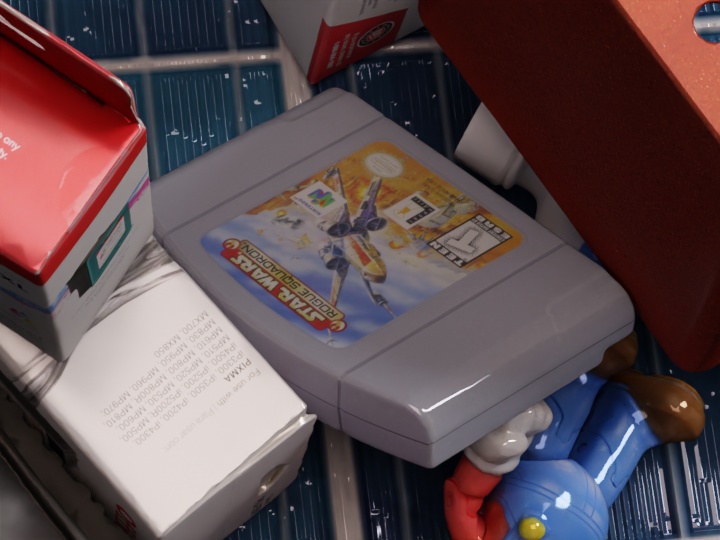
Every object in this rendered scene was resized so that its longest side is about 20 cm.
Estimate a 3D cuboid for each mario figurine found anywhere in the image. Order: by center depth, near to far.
[{"bbox_3d":[0.084,0.121,1.164,0.123,0.106,0.200,28,71,2],"label":"mario figurine"}]

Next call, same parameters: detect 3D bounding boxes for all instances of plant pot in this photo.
[{"bbox_3d":[0.159,-0.101,1.077,0.200,0.176,0.200,-36,85,-5],"label":"plant pot"}]

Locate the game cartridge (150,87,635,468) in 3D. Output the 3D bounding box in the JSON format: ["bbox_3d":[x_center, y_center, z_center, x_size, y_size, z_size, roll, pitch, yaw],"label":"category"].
[{"bbox_3d":[0.000,0.000,1.168,0.133,0.042,0.200,-27,46,-31],"label":"game cartridge"}]

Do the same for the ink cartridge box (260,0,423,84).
[{"bbox_3d":[0.050,-0.183,1.228,0.200,0.144,0.084,-28,79,-14],"label":"ink cartridge box"}]

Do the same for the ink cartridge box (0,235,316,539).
[{"bbox_3d":[-0.119,0.026,1.147,0.083,0.147,0.200,-40,81,-14],"label":"ink cartridge box"}]

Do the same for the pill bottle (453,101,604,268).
[{"bbox_3d":[0.146,-0.034,1.212,0.200,0.112,0.112,31,73,2],"label":"pill bottle"}]

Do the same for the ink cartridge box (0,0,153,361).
[{"bbox_3d":[-0.139,-0.042,0.984,0.116,0.200,0.067,33,78,5],"label":"ink cartridge box"}]

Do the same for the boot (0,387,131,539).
[{"bbox_3d":[-0.189,0.117,1.078,0.158,0.079,0.211,-33,64,-31],"label":"boot"}]
